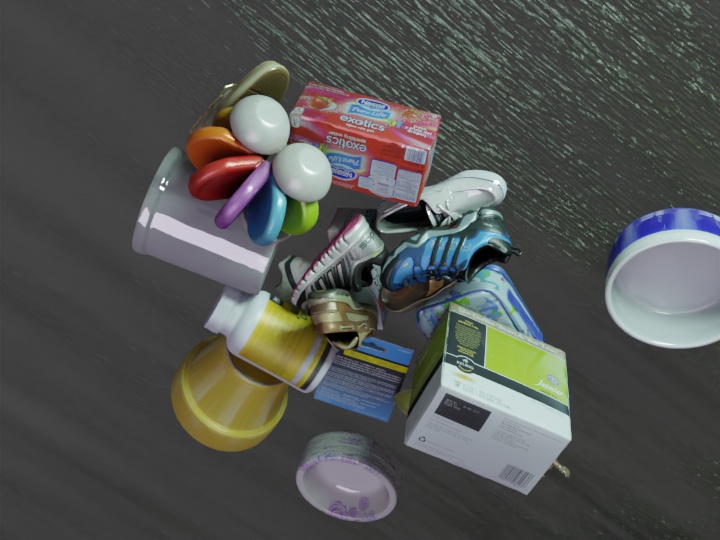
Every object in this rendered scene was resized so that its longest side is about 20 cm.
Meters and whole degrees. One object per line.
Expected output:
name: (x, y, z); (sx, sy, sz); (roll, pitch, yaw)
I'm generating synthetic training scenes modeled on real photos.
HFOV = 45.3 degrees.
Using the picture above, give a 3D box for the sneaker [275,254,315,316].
sneaker: (-0.102, 0.054, 1.451); (0.080, 0.074, 0.201); (23, 129, 18)

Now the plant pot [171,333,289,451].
plant pot: (-0.203, 0.183, 1.479); (0.200, 0.202, 0.189); (31, 138, -9)

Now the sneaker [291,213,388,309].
sneaker: (-0.029, 0.007, 1.290); (0.087, 0.074, 0.200); (39, 125, -7)

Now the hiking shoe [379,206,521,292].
hiking shoe: (0.120, -0.016, 1.221); (0.199, 0.087, 0.074); (-28, 142, 9)

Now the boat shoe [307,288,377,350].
boat shoe: (-0.027, 0.085, 1.297); (0.075, 0.074, 0.200); (-12, 162, 19)

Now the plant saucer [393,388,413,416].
plant saucer: (0.155, 0.229, 1.464); (0.198, 0.031, 0.200); (0, 160, 0)

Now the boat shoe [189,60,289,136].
boat shoe: (-0.179, -0.234, 1.221); (0.072, 0.065, 0.200); (6, 142, -46)

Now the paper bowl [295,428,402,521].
paper bowl: (-0.017, 0.385, 1.665); (0.199, 0.105, 0.202); (8, 130, 10)

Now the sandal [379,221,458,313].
sandal: (0.100, 0.000, 1.306); (0.200, 0.054, 0.081); (-37, 68, 25)

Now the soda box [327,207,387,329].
soda box: (0.000, 0.000, 1.368); (0.068, 0.064, 0.201); (2, 130, 15)

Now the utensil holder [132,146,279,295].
utensil holder: (-0.219, -0.072, 1.309); (0.199, 0.171, 0.171); (21, 132, -4)

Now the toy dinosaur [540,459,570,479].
toy dinosaur: (0.287, 0.312, 1.529); (0.200, 0.086, 0.135); (46, 134, -14)

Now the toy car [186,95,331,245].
toy car: (-0.149, -0.117, 1.144); (0.200, 0.150, 0.175); (48, 138, -1)

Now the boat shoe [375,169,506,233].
boat shoe: (0.115, -0.089, 1.256); (0.199, 0.066, 0.074); (-14, 123, 26)

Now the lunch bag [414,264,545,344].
lunch bag: (0.195, 0.092, 1.371); (0.160, 0.083, 0.200); (-21, 120, 31)

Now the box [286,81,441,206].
box: (0.002, -0.176, 1.198); (0.198, 0.096, 0.100); (15, 132, 5)

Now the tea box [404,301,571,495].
tea box: (0.187, 0.183, 1.264); (0.199, 0.197, 0.134); (24, 125, -4)

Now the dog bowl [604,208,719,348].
dog bowl: (0.452, 0.013, 1.229); (0.198, 0.079, 0.201); (9, 130, 10)

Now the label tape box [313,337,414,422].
label tape box: (0.008, 0.161, 1.497); (0.143, 0.064, 0.201); (18, 132, 1)

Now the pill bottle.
pill bottle: (-0.141, 0.102, 1.368); (0.199, 0.112, 0.112); (30, 131, -10)
